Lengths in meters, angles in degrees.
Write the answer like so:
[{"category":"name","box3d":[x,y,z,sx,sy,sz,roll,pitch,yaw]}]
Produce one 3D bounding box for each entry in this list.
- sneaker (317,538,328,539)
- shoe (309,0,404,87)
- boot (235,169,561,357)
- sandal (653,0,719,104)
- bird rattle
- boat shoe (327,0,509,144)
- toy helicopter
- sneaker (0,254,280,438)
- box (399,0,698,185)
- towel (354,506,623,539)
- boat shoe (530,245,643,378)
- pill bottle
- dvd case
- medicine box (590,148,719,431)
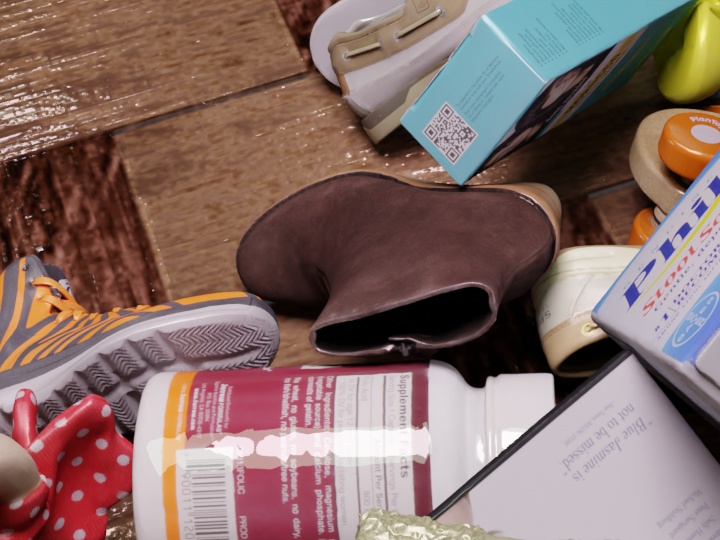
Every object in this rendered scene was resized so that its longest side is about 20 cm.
[{"category":"sneaker","box3d":[-0.072,0.207,0.912,0.074,0.107,0.200,26,56,28]},{"category":"shoe","box3d":[0.070,-0.163,1.262,0.198,0.072,0.091,-12,23,13]},{"category":"boot","box3d":[0.000,0.000,1.053,0.198,0.073,0.166,-10,15,23]},{"category":"sandal","box3d":[0.218,-0.165,1.243,0.086,0.080,0.201,12,46,-12]},{"category":"bird rattle","box3d":[-0.184,0.136,0.955,0.112,0.163,0.200,40,81,18]},{"category":"boat shoe","box3d":[0.056,-0.152,1.166,0.069,0.200,0.075,53,33,1]},{"category":"toy helicopter","box3d":[0.246,-0.047,1.135,0.198,0.079,0.133,14,34,3]},{"category":"sneaker","box3d":[-0.140,0.031,1.084,0.198,0.078,0.113,-19,45,9]},{"category":"box","box3d":[0.107,-0.117,1.109,0.049,0.082,0.200,46,38,9]},{"category":"towel","box3d":[0.050,0.207,0.873,0.147,0.036,0.202,7,91,5]},{"category":"boat shoe","box3d":[0.189,0.026,1.074,0.198,0.074,0.067,-4,59,7]},{"category":"pill bottle","box3d":[-0.003,0.101,0.995,0.198,0.115,0.115,-2,47,5]},{"category":"dvd case","box3d":[0.131,0.155,0.923,0.142,0.018,0.201,-37,87,-24]},{"category":"medicine box","box3d":[0.214,-0.007,0.937,0.103,0.200,0.183,39,91,-8]}]
